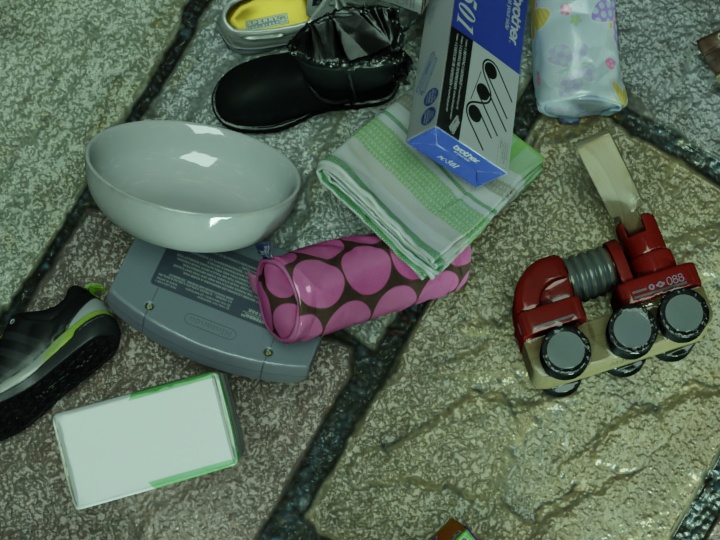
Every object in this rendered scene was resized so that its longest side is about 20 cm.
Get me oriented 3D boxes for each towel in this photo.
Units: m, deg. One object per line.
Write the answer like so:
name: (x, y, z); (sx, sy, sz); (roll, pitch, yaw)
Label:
towel: (0.070, -0.097, 1.525); (0.149, 0.031, 0.200); (44, 53, 5)

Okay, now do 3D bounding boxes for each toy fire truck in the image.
toy fire truck: (0.217, -0.007, 1.533); (0.174, 0.129, 0.202); (-17, 73, -2)

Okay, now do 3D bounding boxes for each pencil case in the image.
pencil case: (0.207, -0.245, 1.568); (0.090, 0.083, 0.202); (-2, 84, -7)
pencil case: (0.000, 0.000, 1.511); (0.198, 0.093, 0.092); (-13, 106, -29)

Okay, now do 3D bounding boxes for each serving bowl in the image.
serving bowl: (-0.156, -0.068, 1.508); (0.198, 0.201, 0.066); (12, 117, 1)

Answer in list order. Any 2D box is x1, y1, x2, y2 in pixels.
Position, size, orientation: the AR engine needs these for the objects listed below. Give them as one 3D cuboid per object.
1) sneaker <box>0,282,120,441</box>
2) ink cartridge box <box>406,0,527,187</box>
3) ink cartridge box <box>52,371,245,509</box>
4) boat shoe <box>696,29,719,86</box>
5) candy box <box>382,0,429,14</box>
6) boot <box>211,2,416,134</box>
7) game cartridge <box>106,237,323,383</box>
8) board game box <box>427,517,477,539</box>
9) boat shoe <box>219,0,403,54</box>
sneaker: (-0.314, 0.086, 1.547); (0.199, 0.072, 0.083); (-34, 61, -5)
ink cartridge box: (0.100, -0.187, 1.523); (0.094, 0.044, 0.202); (29, 55, -33)
ink cartridge box: (-0.181, 0.146, 1.465); (0.145, 0.200, 0.085); (-16, 87, -2)
boat shoe: (0.411, -0.255, 1.580); (0.199, 0.072, 0.072); (-36, 87, 2)
candy box: (-0.006, -0.332, 1.524); (0.198, 0.061, 0.137); (22, 60, 10)
boot: (-0.045, -0.185, 1.519); (0.196, 0.162, 0.074); (-8, 83, -2)
game cartridge: (-0.126, 0.025, 1.532); (0.198, 0.042, 0.134); (21, 59, 2)
board game box: (0.078, 0.362, 1.443); (0.200, 0.200, 0.200); (-41, 86, -5)
boat shoe: (-0.039, -0.262, 1.565); (0.200, 0.086, 0.075); (-14, 84, -2)
